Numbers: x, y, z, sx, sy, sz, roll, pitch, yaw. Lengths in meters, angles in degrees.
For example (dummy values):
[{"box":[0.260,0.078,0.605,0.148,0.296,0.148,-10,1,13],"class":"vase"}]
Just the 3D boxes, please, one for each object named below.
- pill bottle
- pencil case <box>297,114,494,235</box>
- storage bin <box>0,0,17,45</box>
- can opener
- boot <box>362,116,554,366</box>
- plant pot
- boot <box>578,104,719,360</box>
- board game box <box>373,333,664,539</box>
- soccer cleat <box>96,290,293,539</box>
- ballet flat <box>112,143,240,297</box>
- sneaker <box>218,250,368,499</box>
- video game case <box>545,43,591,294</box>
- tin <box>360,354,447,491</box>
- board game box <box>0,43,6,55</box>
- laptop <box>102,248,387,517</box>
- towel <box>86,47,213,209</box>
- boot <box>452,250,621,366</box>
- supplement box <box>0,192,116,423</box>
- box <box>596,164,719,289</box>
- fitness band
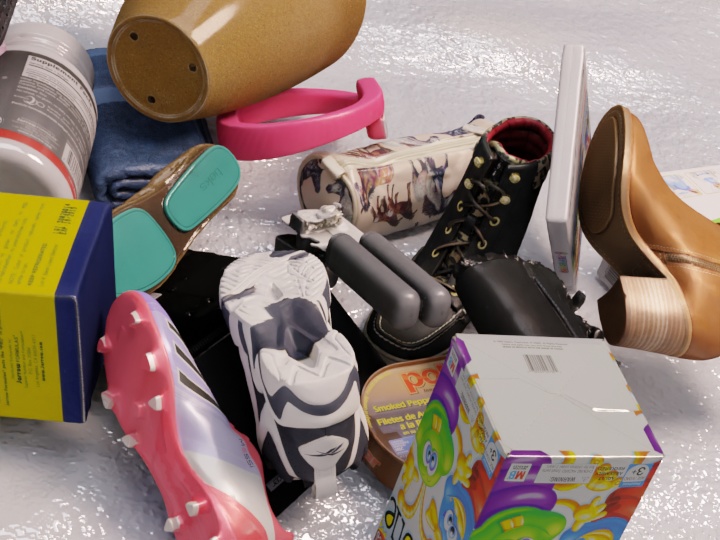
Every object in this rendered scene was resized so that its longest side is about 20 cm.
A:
[{"box":[-0.266,-0.102,1.217,0.116,0.116,0.200,11,36,-8],"class":"pill bottle"},{"box":[0.041,-0.080,1.336,0.200,0.090,0.078,-15,48,-35],"class":"pencil case"},{"box":[-0.361,-0.210,1.146,0.200,0.094,0.135,-8,37,5],"class":"storage bin"},{"box":[0.000,0.000,1.196,0.053,0.067,0.200,-6,23,-29],"class":"can opener"},{"box":[0.078,-0.024,1.223,0.073,0.154,0.204,30,39,17],"class":"boot"},{"box":[-0.119,-0.208,1.302,0.186,0.186,0.200,26,38,11],"class":"plant pot"},{"box":[0.255,-0.028,1.205,0.155,0.077,0.200,3,63,-19],"class":"boot"},{"box":[0.088,0.148,0.965,0.105,0.200,0.103,3,39,-20],"class":"board game box"},{"box":[-0.109,0.105,1.022,0.076,0.067,0.200,-4,63,-48],"class":"soccer cleat"},{"box":[-0.165,-0.029,1.190,0.068,0.072,0.200,54,44,-17],"class":"ballet flat"},{"box":[-0.044,0.077,1.070,0.079,0.130,0.199,-12,30,-17],"class":"sneaker"},{"box":[0.167,-0.075,1.257,0.018,0.200,0.143,4,75,11],"class":"video game case"},{"box":[0.084,0.110,1.143,0.200,0.042,0.112,-7,50,-33],"class":"tin"},{"box":[-0.408,-0.149,1.193,0.200,0.041,0.200,17,46,34],"class":"board game box"},{"box":[-0.099,0.073,1.148,0.200,0.103,0.177,8,28,32],"class":"laptop"},{"box":[-0.185,-0.125,1.336,0.112,0.049,0.200,1,40,-20],"class":"towel"},{"box":[0.109,0.056,1.100,0.198,0.073,0.163,18,38,-45],"class":"boot"},{"box":[-0.270,0.018,1.037,0.200,0.110,0.109,6,37,2],"class":"supplement box"},{"box":[0.323,-0.020,1.354,0.200,0.113,0.101,-8,44,-32],"class":"box"},{"box":[-0.051,-0.131,1.339,0.143,0.037,0.200,-7,16,-2],"class":"fitness band"}]
